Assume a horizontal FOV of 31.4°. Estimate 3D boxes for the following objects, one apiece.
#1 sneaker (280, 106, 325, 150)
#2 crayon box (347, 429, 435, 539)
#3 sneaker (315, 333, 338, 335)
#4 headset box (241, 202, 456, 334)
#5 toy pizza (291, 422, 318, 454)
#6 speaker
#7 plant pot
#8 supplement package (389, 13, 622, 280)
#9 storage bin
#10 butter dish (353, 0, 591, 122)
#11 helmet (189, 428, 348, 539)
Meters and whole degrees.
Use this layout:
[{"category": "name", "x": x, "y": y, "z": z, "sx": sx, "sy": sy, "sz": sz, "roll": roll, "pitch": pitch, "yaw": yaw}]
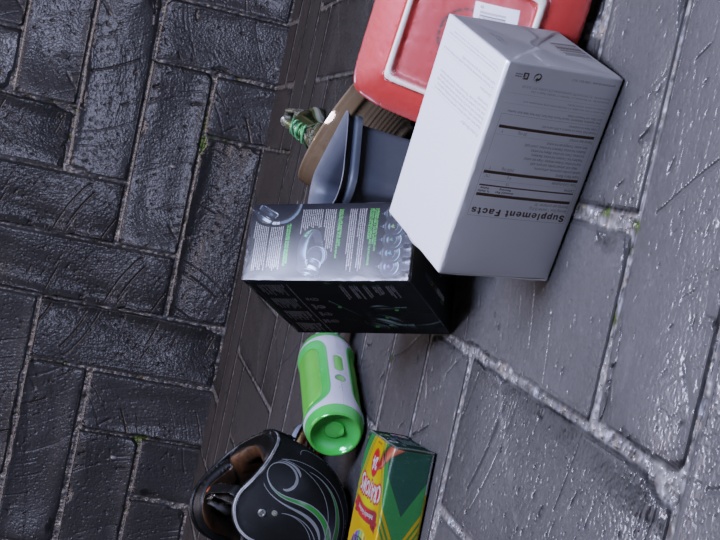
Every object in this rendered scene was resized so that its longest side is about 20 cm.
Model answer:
[{"category": "sneaker", "x": -0.114, "y": -0.273, "z": 2.505, "sx": 0.200, "sy": 0.089, "sz": 0.077, "roll": -111, "pitch": 35, "yaw": -68}, {"category": "crayon box", "x": 0.027, "y": 0.289, "z": 1.436, "sx": 0.127, "sy": 0.051, "sz": 0.200, "roll": -174, "pitch": 95, "yaw": -77}, {"category": "sneaker", "x": -0.053, "y": 0.014, "z": 1.866, "sx": 0.075, "sy": 0.115, "sz": 0.200, "roll": -50, "pitch": -14, "yaw": -54}, {"category": "headset box", "x": 0.000, "y": 0.000, "z": 1.387, "sx": 0.174, "sy": 0.200, "sz": 0.093, "roll": 48, "pitch": -135, "yaw": -61}, {"category": "toy pizza", "x": -0.089, "y": 0.324, "z": 1.888, "sx": 0.200, "sy": 0.032, "sz": 0.200, "roll": 8, "pitch": -90, "yaw": -81}, {"category": "speaker", "x": -0.043, "y": 0.169, "z": 1.783, "sx": 0.200, "sy": 0.088, "sz": 0.088, "roll": -100, "pitch": 25, "yaw": -60}, {"category": "plant pot", "x": 0.008, "y": -0.183, "z": 1.771, "sx": 0.201, "sy": 0.093, "sz": 0.201, "roll": -54, "pitch": -5, "yaw": -7}, {"category": "supplement package", "x": 0.124, "y": -0.108, "z": 1.140, "sx": 0.121, "sy": 0.120, "sz": 0.200, "roll": 55, "pitch": 134, "yaw": 52}, {"category": "storage bin", "x": 0.017, "y": -0.090, "z": 1.629, "sx": 0.200, "sy": 0.134, "sz": 0.146, "roll": 121, "pitch": 157, "yaw": -60}, {"category": "butter dish", "x": 0.122, "y": -0.238, "z": 1.259, "sx": 0.148, "sy": 0.199, "sz": 0.200, "roll": -37, "pitch": -31, "yaw": -62}, {"category": "helmet", "x": -0.111, "y": 0.331, "z": 1.697, "sx": 0.200, "sy": 0.191, "sz": 0.200, "roll": -35, "pitch": 17, "yaw": 12}]
